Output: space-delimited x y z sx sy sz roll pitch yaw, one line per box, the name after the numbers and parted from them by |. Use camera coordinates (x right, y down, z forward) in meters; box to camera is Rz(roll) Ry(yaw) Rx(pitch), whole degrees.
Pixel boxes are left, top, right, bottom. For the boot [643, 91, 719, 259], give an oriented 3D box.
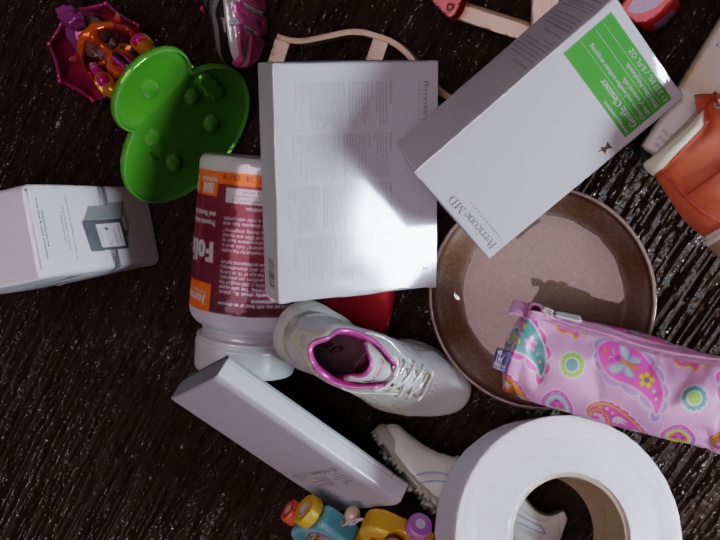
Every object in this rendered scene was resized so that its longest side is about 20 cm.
0.308 -0.113 0.695 0.200 0.075 0.107 -45 81 16 | boot

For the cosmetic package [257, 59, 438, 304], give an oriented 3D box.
-0.009 -0.079 0.813 0.150 0.052 0.201 -4 103 -19 | cosmetic package

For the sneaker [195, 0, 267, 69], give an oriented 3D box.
-0.150 -0.279 0.885 0.087 0.074 0.201 -17 87 18 | sneaker

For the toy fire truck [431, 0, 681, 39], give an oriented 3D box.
0.166 -0.245 0.806 0.200 0.049 0.141 36 105 9 | toy fire truck

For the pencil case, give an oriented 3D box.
0.214 0.085 0.774 0.199 0.087 0.088 16 101 15 | pencil case

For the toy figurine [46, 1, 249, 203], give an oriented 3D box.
-0.226 -0.185 0.872 0.184 0.200 0.150 40 84 20 | toy figurine

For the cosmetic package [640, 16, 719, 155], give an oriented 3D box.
0.323 -0.162 0.757 0.105 0.071 0.201 30 104 10 | cosmetic package

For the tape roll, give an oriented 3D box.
0.167 0.227 0.802 0.201 0.071 0.204 2 79 -10 | tape roll

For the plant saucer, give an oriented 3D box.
0.163 0.023 0.845 0.199 0.037 0.202 2 96 17 | plant saucer

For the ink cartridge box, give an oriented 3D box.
-0.308 -0.027 0.894 0.145 0.200 0.085 -11 91 17 | ink cartridge box

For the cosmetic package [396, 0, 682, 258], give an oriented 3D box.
0.141 -0.121 0.764 0.200 0.085 0.108 -42 113 9 | cosmetic package

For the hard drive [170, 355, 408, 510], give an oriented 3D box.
-0.068 0.155 0.857 0.200 0.026 0.132 38 150 -14 | hard drive

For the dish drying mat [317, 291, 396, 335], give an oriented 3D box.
0.000 0.000 0.900 0.076 0.018 0.201 13 100 14 | dish drying mat

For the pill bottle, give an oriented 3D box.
-0.101 -0.006 0.879 0.114 0.114 0.201 8 98 15 | pill bottle

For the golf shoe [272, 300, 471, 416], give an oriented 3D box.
0.019 0.092 0.835 0.199 0.091 0.076 21 92 -20 | golf shoe

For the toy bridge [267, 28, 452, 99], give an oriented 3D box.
0.013 -0.184 0.870 0.199 0.027 0.068 22 102 12 | toy bridge

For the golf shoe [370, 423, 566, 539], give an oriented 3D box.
0.102 0.199 0.878 0.200 0.078 0.097 42 82 7 | golf shoe

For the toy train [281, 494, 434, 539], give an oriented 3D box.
0.016 0.277 0.874 0.199 0.056 0.151 7 138 21 | toy train
